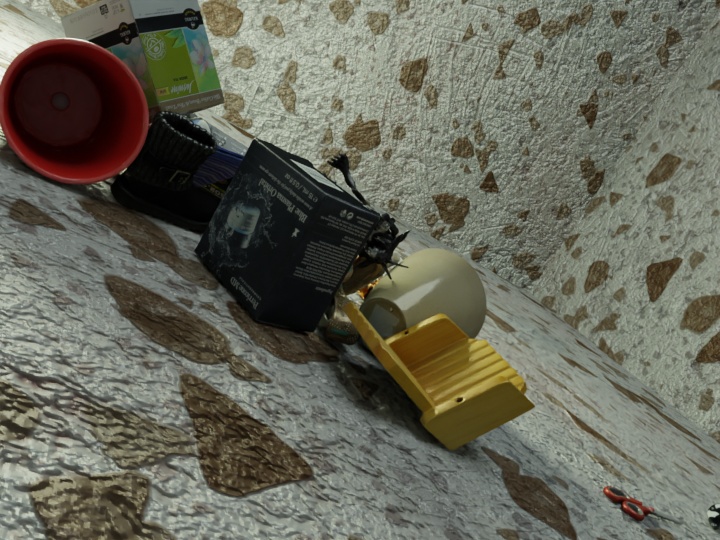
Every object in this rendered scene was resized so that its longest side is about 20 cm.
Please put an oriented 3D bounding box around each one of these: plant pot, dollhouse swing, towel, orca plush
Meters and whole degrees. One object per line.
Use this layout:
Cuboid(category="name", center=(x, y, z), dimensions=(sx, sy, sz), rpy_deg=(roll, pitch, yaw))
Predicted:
Cuboid(category="plant pot", center=(-0.432, -0.240, 1.058), dimensions=(0.200, 0.201, 0.177), rpy_deg=(25, 2, -34))
Cuboid(category="dollhouse swing", center=(0.101, 0.105, 0.979), dimensions=(0.176, 0.181, 0.200), rpy_deg=(69, -8, -27))
Cuboid(category="plant pot", center=(0.083, 0.069, 1.184), dimensions=(0.187, 0.188, 0.200), rpy_deg=(36, 26, 22))
Cuboid(category="towel", center=(-0.292, -0.172, 1.249), dimensions=(0.200, 0.024, 0.145), rpy_deg=(-12, -12, 28))
Cuboid(category="orca plush", center=(0.716, 0.481, 1.337), dimensions=(0.105, 0.071, 0.200), rpy_deg=(34, 10, 9))

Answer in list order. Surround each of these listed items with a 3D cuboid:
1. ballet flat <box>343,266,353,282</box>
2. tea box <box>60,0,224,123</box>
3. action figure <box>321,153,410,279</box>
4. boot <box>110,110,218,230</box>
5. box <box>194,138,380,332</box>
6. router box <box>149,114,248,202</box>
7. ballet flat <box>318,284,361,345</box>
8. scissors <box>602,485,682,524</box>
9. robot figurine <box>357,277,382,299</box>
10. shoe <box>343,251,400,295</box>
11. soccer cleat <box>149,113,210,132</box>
Cuboid(category="ballet flat", center=(-0.084, -0.006, 1.140), dimensions=(0.067, 0.068, 0.200), rpy_deg=(-20, 23, -38))
Cuboid(category="tea box", center=(-0.353, -0.341, 1.170), dimensions=(0.200, 0.197, 0.134), rpy_deg=(0, 21, 42))
Cuboid(category="action figure", center=(-0.007, -0.073, 1.108), dimensions=(0.200, 0.119, 0.102), rpy_deg=(58, 32, 7))
Cuboid(category="boot", center=(-0.272, -0.153, 1.141), dimensions=(0.211, 0.158, 0.079), rpy_deg=(14, 32, -55))
Cuboid(category="box", center=(-0.110, -0.051, 1.033), dimensions=(0.117, 0.200, 0.197), rpy_deg=(17, 18, -47))
Cuboid(category="router box", center=(-0.315, -0.218, 1.380), dimensions=(0.200, 0.062, 0.150), rpy_deg=(32, -34, 0))
Cuboid(category="ballet flat", center=(-0.053, 0.051, 1.118), dimensions=(0.065, 0.071, 0.200), rpy_deg=(9, 15, -23))
Cuboid(category="scissors", center=(0.471, 0.391, 1.194), dimensions=(0.200, 0.014, 0.073), rpy_deg=(21, 13, -41))
Cuboid(category="robot figurine", center=(0.075, 0.060, 1.464), dimensions=(0.200, 0.058, 0.145), rpy_deg=(27, 10, -29))
Cuboid(category="shoe", center=(0.000, 0.000, 1.284), dimensions=(0.053, 0.070, 0.200), rpy_deg=(-18, -2, -33))
Cuboid(category="soccer cleat", center=(-0.356, -0.209, 1.257), dimensions=(0.070, 0.200, 0.087), rpy_deg=(154, -84, -79))
